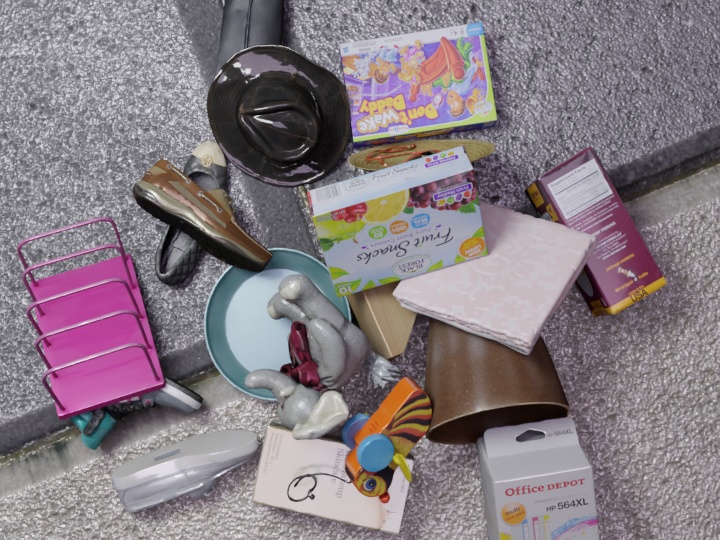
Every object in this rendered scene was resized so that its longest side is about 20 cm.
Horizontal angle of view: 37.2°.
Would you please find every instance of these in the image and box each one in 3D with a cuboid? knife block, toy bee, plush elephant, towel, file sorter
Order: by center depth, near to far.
[{"bbox_3d":[0.017,0.230,1.326,0.198,0.132,0.109,-31,124,15],"label":"toy bee"},{"bbox_3d":[-0.068,0.127,1.330,0.199,0.164,0.156,40,74,-9],"label":"plush elephant"},{"bbox_3d":[0.168,0.000,1.335,0.198,0.032,0.192,20,57,29],"label":"towel"},{"bbox_3d":[-0.343,0.054,1.346,0.137,0.126,0.202,-16,62,-10],"label":"file sorter"},{"bbox_3d":[0.000,0.000,1.403,0.173,0.064,0.203,23,70,-8],"label":"knife block"}]

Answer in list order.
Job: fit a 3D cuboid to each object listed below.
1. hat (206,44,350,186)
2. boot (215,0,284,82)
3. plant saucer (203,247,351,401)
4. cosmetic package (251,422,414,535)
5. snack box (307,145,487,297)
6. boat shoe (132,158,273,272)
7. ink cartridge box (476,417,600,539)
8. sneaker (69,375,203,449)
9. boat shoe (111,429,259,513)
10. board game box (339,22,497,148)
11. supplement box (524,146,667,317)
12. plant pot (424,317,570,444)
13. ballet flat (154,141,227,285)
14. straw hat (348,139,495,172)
[{"bbox_3d":[-0.111,-0.192,1.403,0.197,0.081,0.204,1,112,3],"label":"hat"},{"bbox_3d":[-0.110,-0.343,1.449,0.162,0.066,0.204,6,83,8],"label":"boot"},{"bbox_3d":[-0.110,0.072,1.435,0.196,0.036,0.204,0,86,-1],"label":"plant saucer"},{"bbox_3d":[-0.036,0.271,1.403,0.197,0.073,0.105,12,85,1],"label":"cosmetic package"},{"bbox_3d":[0.047,-0.057,1.300,0.197,0.143,0.053,-16,45,1],"label":"snack box"},{"bbox_3d":[-0.196,-0.074,1.387,0.199,0.076,0.075,34,71,-11],"label":"boat shoe"},{"bbox_3d":[0.223,0.295,1.348,0.126,0.125,0.203,-9,106,0],"label":"ink cartridge box"},{"bbox_3d":[-0.314,0.180,1.400,0.197,0.084,0.122,19,81,9],"label":"sneaker"},{"bbox_3d":[-0.224,0.268,1.408,0.197,0.072,0.070,-18,108,-8],"label":"boat shoe"},{"bbox_3d":[0.077,-0.251,1.455,0.196,0.045,0.137,-9,86,-1],"label":"board game box"},{"bbox_3d":[0.306,-0.047,1.410,0.085,0.110,0.202,-29,86,-3],"label":"supplement box"},{"bbox_3d":[0.159,0.100,1.376,0.184,0.187,0.203,-8,69,-1],"label":"plant pot"},{"bbox_3d":[-0.224,-0.076,1.434,0.065,0.057,0.203,16,86,0],"label":"ballet flat"},{"bbox_3d":[0.082,-0.111,1.392,0.197,0.201,0.087,-6,107,-1],"label":"straw hat"}]
